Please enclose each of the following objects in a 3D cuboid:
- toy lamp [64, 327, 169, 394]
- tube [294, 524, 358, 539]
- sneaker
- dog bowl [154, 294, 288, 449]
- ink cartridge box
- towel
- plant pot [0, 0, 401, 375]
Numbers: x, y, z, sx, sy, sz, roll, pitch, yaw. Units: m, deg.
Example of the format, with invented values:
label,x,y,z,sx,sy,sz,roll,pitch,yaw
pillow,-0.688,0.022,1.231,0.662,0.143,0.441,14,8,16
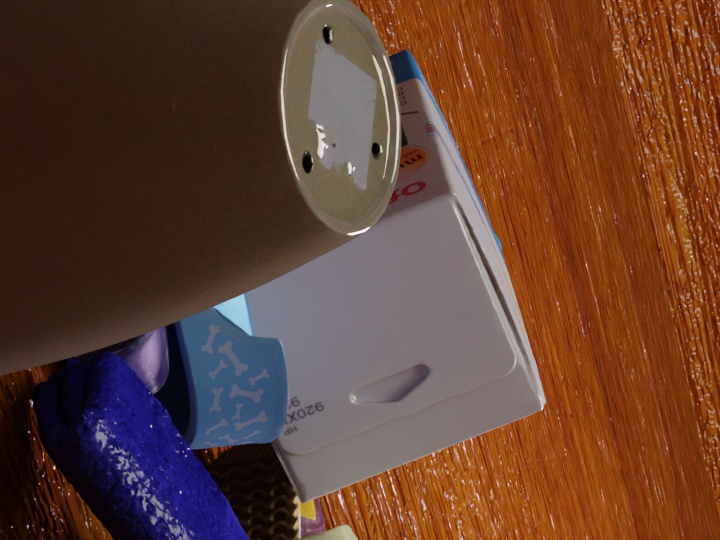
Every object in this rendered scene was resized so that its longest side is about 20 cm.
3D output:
label,x,y,z,sx,sy,sz,roll,pitch,yaw
toy lamp,-0.136,-0.012,1.326,0.200,0.058,0.058,69,18,-46
tube,-0.045,0.170,1.456,0.200,0.052,0.058,-4,90,-53
sneaker,-0.043,0.195,1.557,0.090,0.075,0.200,55,30,-51
dog bowl,-0.093,-0.001,1.422,0.111,0.050,0.200,15,-60,61
ink cartridge box,0.000,0.000,1.573,0.200,0.147,0.145,-103,169,-63
towel,-0.071,0.128,1.299,0.200,0.050,0.148,53,-3,-13
plant pot,-0.092,-0.053,1.128,0.187,0.200,0.188,16,71,-59
